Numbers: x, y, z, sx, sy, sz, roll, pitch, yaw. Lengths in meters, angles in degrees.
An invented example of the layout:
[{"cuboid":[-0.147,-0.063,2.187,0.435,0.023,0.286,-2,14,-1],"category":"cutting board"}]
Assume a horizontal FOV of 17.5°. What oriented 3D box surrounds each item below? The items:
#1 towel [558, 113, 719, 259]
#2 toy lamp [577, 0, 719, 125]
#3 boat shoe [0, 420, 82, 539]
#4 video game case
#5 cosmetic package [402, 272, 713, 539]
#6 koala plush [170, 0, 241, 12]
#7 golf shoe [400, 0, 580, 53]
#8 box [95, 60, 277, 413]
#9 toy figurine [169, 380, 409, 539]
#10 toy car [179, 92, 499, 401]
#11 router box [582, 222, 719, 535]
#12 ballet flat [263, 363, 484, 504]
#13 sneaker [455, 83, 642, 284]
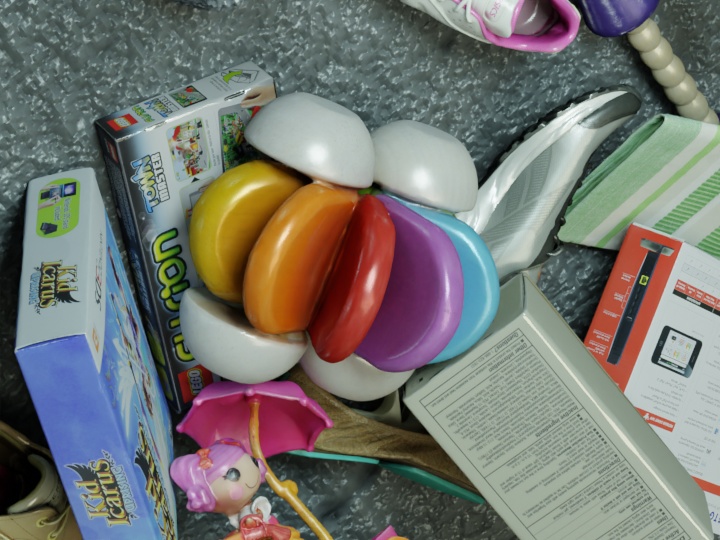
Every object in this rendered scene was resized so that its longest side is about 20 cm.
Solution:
[{"cuboid":[0.238,-0.053,1.598,0.199,0.024,0.153,7,147,-32],"category":"towel"},{"cuboid":[0.201,-0.143,1.558,0.058,0.058,0.200,-46,128,-3],"category":"toy lamp"},{"cuboid":[-0.207,0.140,1.415,0.199,0.066,0.074,33,50,-26],"category":"boat shoe"},{"cuboid":[-0.152,0.071,1.375,0.045,0.182,0.201,-12,123,3],"category":"video game case"},{"cuboid":[0.127,0.114,1.498,0.103,0.073,0.200,-35,106,15],"category":"cosmetic package"},{"cuboid":[-0.061,-0.234,1.266,0.184,0.200,0.177,-49,127,-1],"category":"koala plush"},{"cuboid":[0.054,-0.187,1.428,0.199,0.092,0.076,17,106,-34],"category":"golf shoe"},{"cuboid":[-0.091,-0.019,1.459,0.109,0.035,0.201,-22,123,-20],"category":"box"},{"cuboid":[-0.055,0.156,1.442,0.199,0.185,0.150,-27,168,-49],"category":"toy figurine"},{"cuboid":[0.000,0.000,1.406,0.199,0.150,0.176,12,104,-38],"category":"toy car"},{"cuboid":[0.224,0.081,1.638,0.199,0.049,0.181,23,89,-50],"category":"router box"},{"cuboid":[0.019,0.105,1.578,0.199,0.068,0.073,18,85,-32],"category":"ballet flat"},{"cuboid":[0.112,-0.044,1.529,0.200,0.074,0.079,-44,90,2],"category":"sneaker"}]
